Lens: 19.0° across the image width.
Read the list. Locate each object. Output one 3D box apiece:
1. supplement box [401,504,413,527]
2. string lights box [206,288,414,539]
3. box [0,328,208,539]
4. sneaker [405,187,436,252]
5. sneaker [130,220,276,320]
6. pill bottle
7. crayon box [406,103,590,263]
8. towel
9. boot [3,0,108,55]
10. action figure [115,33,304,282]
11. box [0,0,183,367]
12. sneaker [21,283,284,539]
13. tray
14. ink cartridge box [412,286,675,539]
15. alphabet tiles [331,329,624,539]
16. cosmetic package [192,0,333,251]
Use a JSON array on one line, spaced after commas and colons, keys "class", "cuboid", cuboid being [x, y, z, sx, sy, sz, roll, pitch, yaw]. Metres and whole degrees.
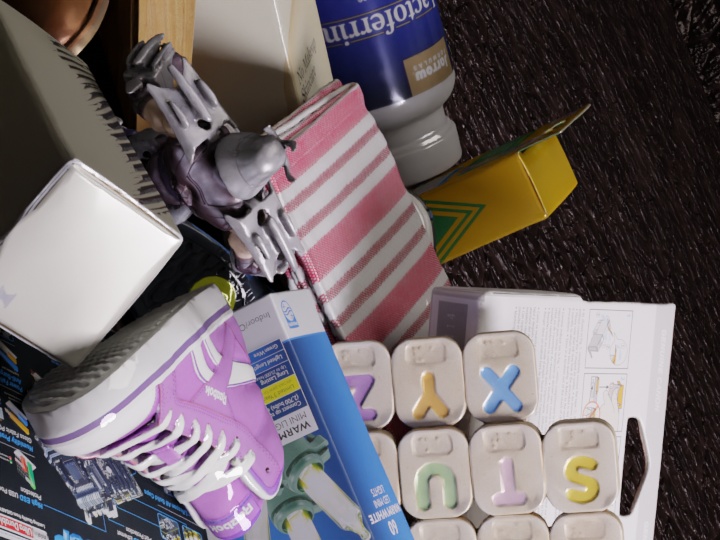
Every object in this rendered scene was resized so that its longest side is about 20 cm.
[{"class": "supplement box", "cuboid": [0.035, 0.176, 1.306, 0.200, 0.073, 0.127, 54, 23, -30]}, {"class": "string lights box", "cuboid": [-0.040, 0.122, 1.132, 0.201, 0.102, 0.059, 66, 19, 6]}, {"class": "box", "cuboid": [-0.141, 0.089, 0.991, 0.200, 0.046, 0.160, 36, 34, -55]}, {"class": "sneaker", "cuboid": [0.011, 0.050, 1.359, 0.077, 0.075, 0.202, -22, 105, -71]}, {"class": "sneaker", "cuboid": [-0.079, 0.027, 1.232, 0.200, 0.066, 0.078, 42, 2, -36]}, {"class": "pill bottle", "cuboid": [0.002, -0.162, 1.508, 0.116, 0.115, 0.202, -66, 141, -66]}, {"class": "crayon box", "cuboid": [0.070, -0.044, 1.480, 0.052, 0.199, 0.126, 64, 19, -5]}, {"class": "towel", "cuboid": [0.000, 0.000, 1.247, 0.201, 0.030, 0.146, 65, 31, -12]}, {"class": "boot", "cuboid": [-0.212, -0.203, 1.142, 0.155, 0.073, 0.201, 45, 17, -45]}, {"class": "action figure", "cuboid": [-0.093, -0.049, 1.060, 0.069, 0.199, 0.131, -31, 104, -36]}, {"class": "box", "cuboid": [-0.151, -0.046, 0.973, 0.068, 0.082, 0.200, 36, 12, -33]}, {"class": "sneaker", "cuboid": [-0.081, 0.076, 0.990, 0.115, 0.072, 0.200, 66, 18, -3]}, {"class": "tray", "cuboid": [-0.125, -0.156, 1.209, 0.200, 0.037, 0.099, 108, -35, -67]}, {"class": "ink cartridge box", "cuboid": [0.106, 0.113, 1.250, 0.175, 0.044, 0.202, 3, 93, -46]}, {"class": "alphabet tiles", "cuboid": [0.043, 0.134, 1.167, 0.015, 0.198, 0.198, -25, 111, -80]}, {"class": "cosmetic package", "cuboid": [-0.062, -0.118, 1.327, 0.104, 0.072, 0.202, -76, 157, -59]}]
